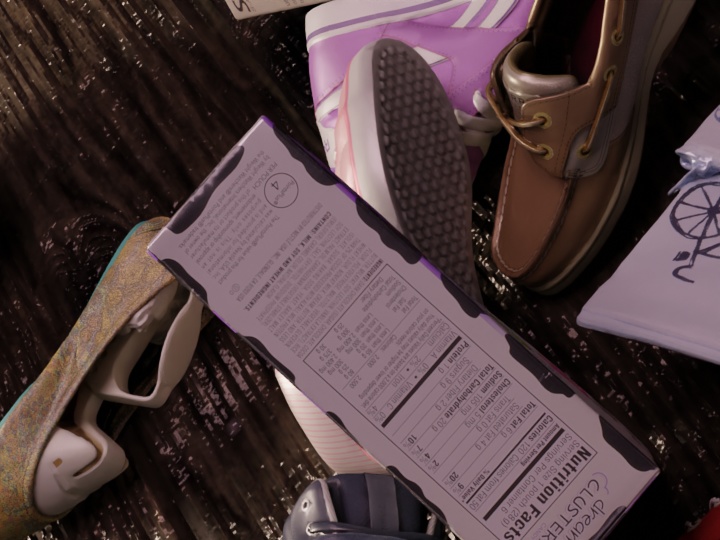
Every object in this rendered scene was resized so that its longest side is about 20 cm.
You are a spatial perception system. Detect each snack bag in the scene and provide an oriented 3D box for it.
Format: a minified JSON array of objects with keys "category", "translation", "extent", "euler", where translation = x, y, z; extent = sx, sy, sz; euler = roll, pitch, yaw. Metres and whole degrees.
[{"category":"snack bag","translation":[0.201,-0.028,0.949],"extent":[0.188,0.021,0.200],"euler":[18,57,45]}]

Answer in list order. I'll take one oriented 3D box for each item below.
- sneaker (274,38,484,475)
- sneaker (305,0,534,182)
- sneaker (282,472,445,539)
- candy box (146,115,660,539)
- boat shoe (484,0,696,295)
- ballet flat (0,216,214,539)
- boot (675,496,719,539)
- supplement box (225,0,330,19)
[{"category":"sneaker","translation":[0.000,0.000,1.077],"extent":[0.104,0.075,0.202],"euler":[-19,76,36]},{"category":"sneaker","translation":[0.070,-0.089,1.123],"extent":[0.199,0.072,0.115],"euler":[-15,72,29]},{"category":"sneaker","translation":[0.013,0.132,0.956],"extent":[0.203,0.076,0.147],"euler":[122,158,-53]},{"category":"candy box","translation":[0.023,0.037,0.932],"extent":[0.200,0.168,0.072],"euler":[42,92,6]},{"category":"boat shoe","translation":[0.091,-0.084,1.041],"extent":[0.074,0.066,0.201],"euler":[41,120,50]},{"category":"ballet flat","translation":[-0.133,0.067,1.188],"extent":[0.071,0.071,0.201],"euler":[26,82,46]},{"category":"boot","translation":[0.145,0.104,0.922],"extent":[0.199,0.072,0.145],"euler":[-20,50,22]},{"category":"supplement box","translation":[0.019,-0.208,1.201],"extent":[0.199,0.074,0.126],"euler":[-7,39,37]}]
